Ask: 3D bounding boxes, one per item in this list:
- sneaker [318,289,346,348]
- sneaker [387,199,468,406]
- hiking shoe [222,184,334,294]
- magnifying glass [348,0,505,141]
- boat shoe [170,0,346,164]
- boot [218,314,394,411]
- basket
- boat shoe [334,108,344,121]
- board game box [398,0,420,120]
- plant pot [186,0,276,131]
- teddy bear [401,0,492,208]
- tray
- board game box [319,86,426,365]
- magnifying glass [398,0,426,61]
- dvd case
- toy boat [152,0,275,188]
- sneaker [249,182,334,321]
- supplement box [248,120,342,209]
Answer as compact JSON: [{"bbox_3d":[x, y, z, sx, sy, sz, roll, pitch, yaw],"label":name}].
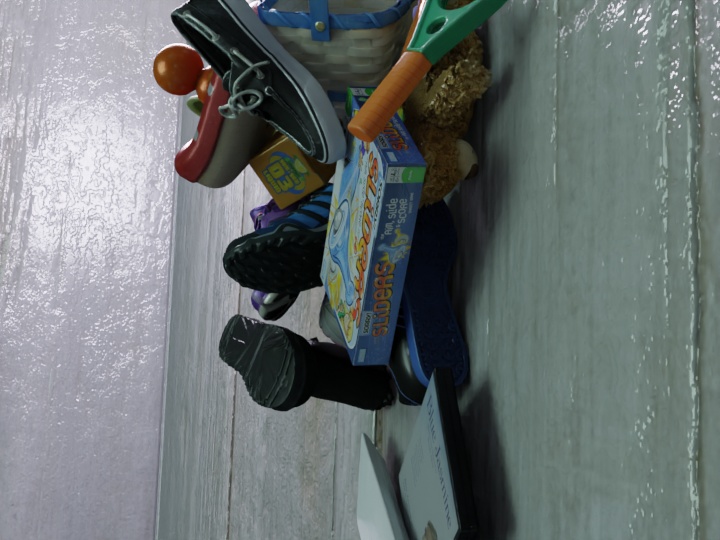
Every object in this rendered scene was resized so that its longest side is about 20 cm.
[{"bbox_3d":[0.000,0.000,1.177,0.200,0.081,0.088,-103,22,-45],"label":"sneaker"},{"bbox_3d":[0.046,0.022,1.031,0.078,0.070,0.200,136,135,-56],"label":"sneaker"},{"bbox_3d":[-0.039,-0.037,1.131,0.087,0.200,0.075,-115,12,-53],"label":"hiking shoe"},{"bbox_3d":[0.058,-0.184,0.913,0.200,0.022,0.080,-54,35,-11],"label":"magnifying glass"},{"bbox_3d":[-0.091,-0.163,1.001,0.199,0.068,0.074,53,158,9],"label":"boat shoe"},{"bbox_3d":[-0.040,0.104,1.147,0.198,0.162,0.073,25,93,63],"label":"boot"},{"bbox_3d":[-0.019,-0.255,1.046,0.176,0.139,0.200,-62,-22,-59],"label":"basket"},{"bbox_3d":[-0.014,-0.241,1.237,0.064,0.071,0.200,47,-149,-66],"label":"boat shoe"},{"bbox_3d":[0.050,-0.257,1.168,0.135,0.029,0.200,-130,46,-69],"label":"board game box"},{"bbox_3d":[-0.093,-0.266,1.442,0.200,0.200,0.190,178,110,-74],"label":"plant pot"},{"bbox_3d":[0.076,-0.150,1.009,0.145,0.067,0.200,128,150,-47],"label":"teddy bear"},{"bbox_3d":[0.023,0.248,1.100,0.200,0.022,0.108,-111,22,-66],"label":"tray"},{"bbox_3d":[0.007,-0.038,0.991,0.135,0.034,0.200,-113,27,-52],"label":"board game box"},{"bbox_3d":[0.070,-0.257,1.003,0.080,0.022,0.200,-29,40,61],"label":"magnifying glass"},{"bbox_3d":[0.062,0.192,0.970,0.200,0.018,0.143,102,165,-53],"label":"dvd case"},{"bbox_3d":[-0.148,-0.184,1.166,0.131,0.131,0.200,-58,-8,-58],"label":"toy boat"},{"bbox_3d":[-0.084,-0.028,1.210,0.200,0.083,0.081,-74,9,-47],"label":"sneaker"},{"bbox_3d":[-0.047,-0.140,1.228,0.069,0.067,0.200,-28,14,25],"label":"supplement box"}]
